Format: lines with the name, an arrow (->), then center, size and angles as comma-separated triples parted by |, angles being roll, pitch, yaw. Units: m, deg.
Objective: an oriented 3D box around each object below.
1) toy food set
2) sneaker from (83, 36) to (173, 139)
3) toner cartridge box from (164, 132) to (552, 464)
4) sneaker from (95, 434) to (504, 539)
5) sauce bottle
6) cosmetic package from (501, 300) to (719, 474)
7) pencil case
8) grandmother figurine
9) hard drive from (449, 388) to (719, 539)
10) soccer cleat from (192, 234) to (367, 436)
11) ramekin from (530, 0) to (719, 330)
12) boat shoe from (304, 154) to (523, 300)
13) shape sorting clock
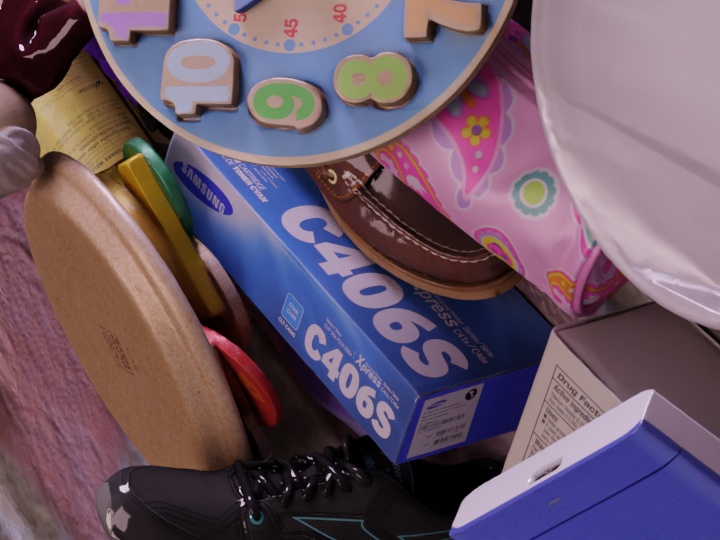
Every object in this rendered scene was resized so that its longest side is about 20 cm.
toy food set -> -0.097, 0.029, 1.408 | 0.201, 0.049, 0.198 | 63, 162, -6
sneaker -> -0.110, -0.115, 1.476 | 0.200, 0.069, 0.100 | 39, 159, 57
toner cartridge box -> 0.000, 0.000, 1.344 | 0.200, 0.095, 0.043 | 47, 133, 33
sneaker -> -0.023, 0.106, 1.336 | 0.080, 0.199, 0.076 | -64, 31, 30
sauce bottle -> -0.123, -0.046, 1.514 | 0.200, 0.066, 0.066 | 55, 138, 27
cosmetic package -> 0.109, 0.125, 1.256 | 0.104, 0.073, 0.201 | 46, 133, 34
pencil case -> 0.047, -0.070, 1.237 | 0.200, 0.087, 0.088 | 42, 132, 20
grandmother figurine -> -0.152, -0.126, 1.388 | 0.121, 0.060, 0.201 | -16, 52, 65
hard drive -> 0.149, 0.132, 1.142 | 0.200, 0.025, 0.132 | 36, 143, -14
soccer cleat -> -0.031, 0.015, 1.418 | 0.200, 0.066, 0.077 | 43, 136, 34
ramekin -> 0.163, -0.083, 1.107 | 0.202, 0.094, 0.204 | 18, 114, 48
boat shoe -> 0.001, -0.066, 1.323 | 0.200, 0.070, 0.070 | 42, 158, 31
shape sorting clock -> -0.026, -0.143, 1.212 | 0.199, 0.039, 0.201 | -3, 83, 21
